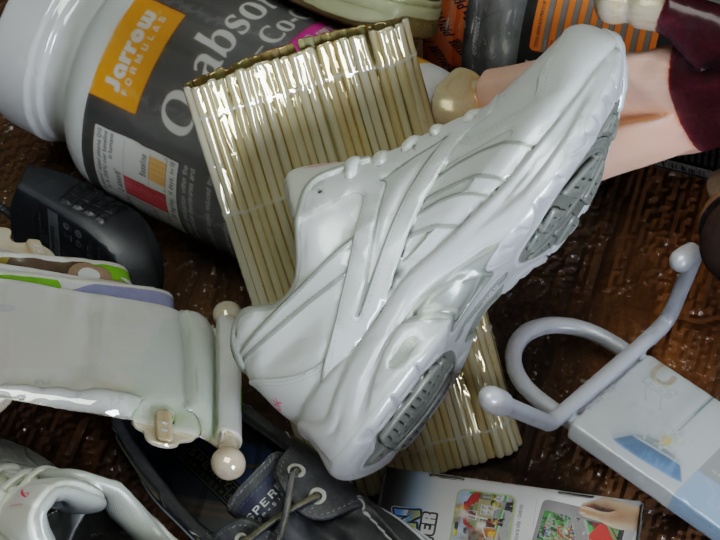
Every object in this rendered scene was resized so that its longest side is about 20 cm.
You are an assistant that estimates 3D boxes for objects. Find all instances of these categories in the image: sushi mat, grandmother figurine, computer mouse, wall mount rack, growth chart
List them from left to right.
[{"bbox_3d":[-0.162,-0.037,0.942,0.200,0.059,0.034,32,47,27],"label":"computer mouse"},{"bbox_3d":[-0.138,0.022,0.819,0.199,0.018,0.145,12,27,-4],"label":"growth chart"},{"bbox_3d":[0.000,0.000,0.836,0.095,0.201,0.012,-19,20,-5],"label":"sushi mat"},{"bbox_3d":[0.137,-0.068,0.829,0.199,0.121,0.061,-11,53,32],"label":"grandmother figurine"},{"bbox_3d":[0.134,0.069,0.808,0.200,0.075,0.174,34,42,21],"label":"wall mount rack"}]

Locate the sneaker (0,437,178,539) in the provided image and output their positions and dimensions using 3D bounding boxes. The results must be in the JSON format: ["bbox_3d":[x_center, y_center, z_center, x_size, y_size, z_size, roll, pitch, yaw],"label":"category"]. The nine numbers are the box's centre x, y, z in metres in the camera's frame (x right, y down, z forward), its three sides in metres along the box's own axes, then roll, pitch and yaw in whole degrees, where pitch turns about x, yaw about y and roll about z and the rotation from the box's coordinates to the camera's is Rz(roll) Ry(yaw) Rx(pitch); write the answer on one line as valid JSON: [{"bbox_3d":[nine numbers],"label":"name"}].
[{"bbox_3d":[-0.132,0.102,0.818,0.199,0.100,0.078,22,62,18],"label":"sneaker"}]

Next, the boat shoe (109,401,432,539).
[{"bbox_3d":[-0.034,0.096,0.805,0.070,0.066,0.200,-45,49,-7],"label":"boat shoe"}]

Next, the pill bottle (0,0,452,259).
[{"bbox_3d":[-0.061,-0.072,0.915,0.199,0.117,0.117,25,63,19],"label":"pill bottle"}]

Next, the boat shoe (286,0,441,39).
[{"bbox_3d":[-0.046,-0.164,0.904,0.199,0.073,0.065,25,104,15],"label":"boat shoe"}]

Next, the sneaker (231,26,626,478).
[{"bbox_3d":[0.022,-0.025,0.776,0.099,0.078,0.200,37,83,16],"label":"sneaker"}]

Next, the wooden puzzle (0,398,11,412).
[{"bbox_3d":[-0.262,0.043,0.863,0.200,0.046,0.185,-31,38,-13],"label":"wooden puzzle"}]

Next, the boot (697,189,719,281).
[{"bbox_3d":[0.186,0.038,0.754,0.199,0.073,0.166,14,48,35],"label":"boot"}]

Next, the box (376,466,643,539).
[{"bbox_3d":[0.046,0.178,0.792,0.110,0.035,0.201,7,58,9],"label":"box"}]

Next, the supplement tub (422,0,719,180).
[{"bbox_3d":[0.137,-0.109,0.918,0.199,0.123,0.123,16,60,14],"label":"supplement tub"}]
